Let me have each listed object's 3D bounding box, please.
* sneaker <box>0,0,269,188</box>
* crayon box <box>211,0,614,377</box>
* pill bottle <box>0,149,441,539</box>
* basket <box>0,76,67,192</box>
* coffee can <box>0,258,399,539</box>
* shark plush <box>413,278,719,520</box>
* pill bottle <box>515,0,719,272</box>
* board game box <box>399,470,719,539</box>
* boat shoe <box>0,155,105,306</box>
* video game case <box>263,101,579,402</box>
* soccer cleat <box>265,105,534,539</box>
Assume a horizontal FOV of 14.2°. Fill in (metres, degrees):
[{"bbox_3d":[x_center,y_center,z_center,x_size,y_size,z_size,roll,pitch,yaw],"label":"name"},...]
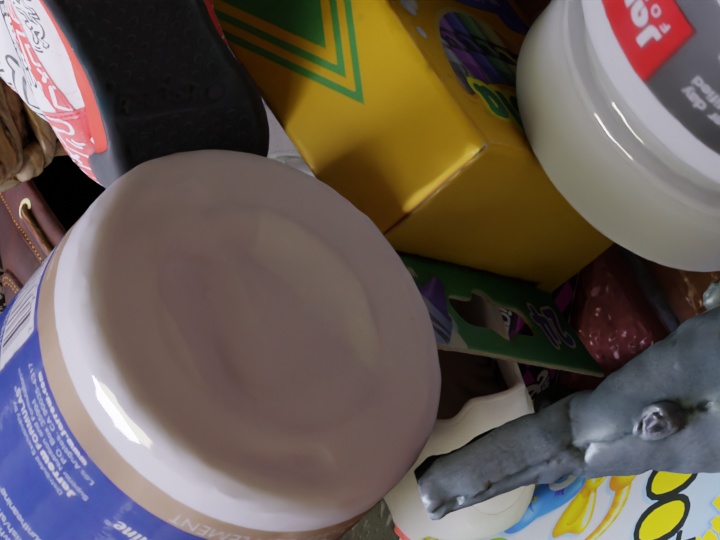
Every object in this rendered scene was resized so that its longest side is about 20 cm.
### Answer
[{"bbox_3d":[-0.088,-0.111,0.795,0.108,0.067,0.202,43,156,42],"label":"sneaker"},{"bbox_3d":[0.013,-0.065,0.877,0.052,0.126,0.200,-41,67,18],"label":"crayon box"},{"bbox_3d":[-0.070,0.060,0.825,0.111,0.111,0.200,56,139,10],"label":"pill bottle"},{"bbox_3d":[-0.153,-0.135,0.924,0.149,0.143,0.200,6,119,44],"label":"basket"},{"bbox_3d":[-0.100,0.087,1.032,0.200,0.146,0.147,27,128,38],"label":"coffee can"},{"bbox_3d":[0.111,0.016,0.753,0.200,0.083,0.091,-5,88,5],"label":"shark plush"},{"bbox_3d":[0.130,-0.088,0.768,0.114,0.114,0.200,56,139,11],"label":"pill bottle"},{"bbox_3d":[0.101,0.110,0.883,0.105,0.103,0.200,40,146,-22],"label":"board game box"},{"bbox_3d":[-0.096,-0.035,1.000,0.200,0.070,0.070,-110,25,-49],"label":"boat shoe"},{"bbox_3d":[-0.006,0.013,1.031,0.181,0.036,0.200,36,133,32],"label":"video game case"},{"bbox_3d":[0.000,0.000,0.915,0.200,0.069,0.078,54,148,35],"label":"soccer cleat"}]
